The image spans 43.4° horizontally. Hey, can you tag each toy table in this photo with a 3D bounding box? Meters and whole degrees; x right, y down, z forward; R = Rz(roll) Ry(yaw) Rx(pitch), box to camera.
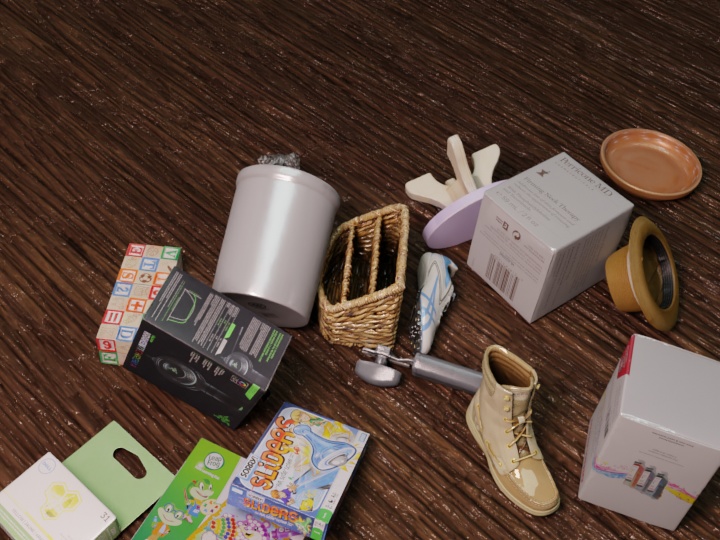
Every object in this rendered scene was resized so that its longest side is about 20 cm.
[{"bbox_3d":[0.179,-0.136,1.568,0.196,0.185,0.118,-19,63,-18],"label":"toy table"}]

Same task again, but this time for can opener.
[{"bbox_3d":[0.090,0.161,1.362,0.196,0.053,0.068,17,78,9],"label":"can opener"}]

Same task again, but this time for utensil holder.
[{"bbox_3d":[-0.132,-0.034,1.386,0.166,0.170,0.204,12,72,5],"label":"utensil holder"}]

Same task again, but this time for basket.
[{"bbox_3d":[0.000,0.000,1.426,0.139,0.151,0.203,7,46,1],"label":"basket"}]

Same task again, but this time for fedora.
[{"bbox_3d":[0.457,0.011,1.488,0.081,0.202,0.202,-15,32,36],"label":"fedora"}]

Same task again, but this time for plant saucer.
[{"bbox_3d":[0.561,-0.201,1.760,0.195,0.038,0.203,3,46,-3],"label":"plant saucer"}]

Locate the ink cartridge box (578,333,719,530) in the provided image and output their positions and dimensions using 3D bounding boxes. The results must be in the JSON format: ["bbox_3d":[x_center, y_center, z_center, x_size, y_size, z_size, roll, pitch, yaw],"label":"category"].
[{"bbox_3d":[0.395,0.222,1.222,0.142,0.202,0.147,18,47,8],"label":"ink cartridge box"}]

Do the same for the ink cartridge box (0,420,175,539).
[{"bbox_3d":[-0.358,0.288,1.173,0.144,0.048,0.200,33,57,24],"label":"ink cartridge box"}]

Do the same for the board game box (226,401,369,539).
[{"bbox_3d":[-0.077,0.260,1.197,0.133,0.035,0.200,19,27,8],"label":"board game box"}]

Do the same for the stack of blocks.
[{"bbox_3d":[-0.324,0.053,1.400,0.112,0.059,0.203,6,46,-1],"label":"stack of blocks"}]

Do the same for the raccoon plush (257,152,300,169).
[{"bbox_3d":[-0.117,-0.105,1.521,0.095,0.136,0.201,-16,49,-22],"label":"raccoon plush"}]

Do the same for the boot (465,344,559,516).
[{"bbox_3d":[0.217,0.217,1.235,0.071,0.157,0.202,-14,49,-19],"label":"boot"}]

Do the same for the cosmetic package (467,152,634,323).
[{"bbox_3d":[0.311,-0.058,1.503,0.198,0.168,0.167,-27,54,-30],"label":"cosmetic package"}]

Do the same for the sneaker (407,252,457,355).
[{"bbox_3d":[0.118,0.053,1.446,0.071,0.073,0.203,15,49,-2],"label":"sneaker"}]

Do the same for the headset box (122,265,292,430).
[{"bbox_3d":[-0.206,0.115,1.234,0.198,0.174,0.094,31,55,-8],"label":"headset box"}]

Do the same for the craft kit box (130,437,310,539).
[{"bbox_3d":[-0.171,0.338,1.157,0.197,0.049,0.198,21,45,14],"label":"craft kit box"}]
